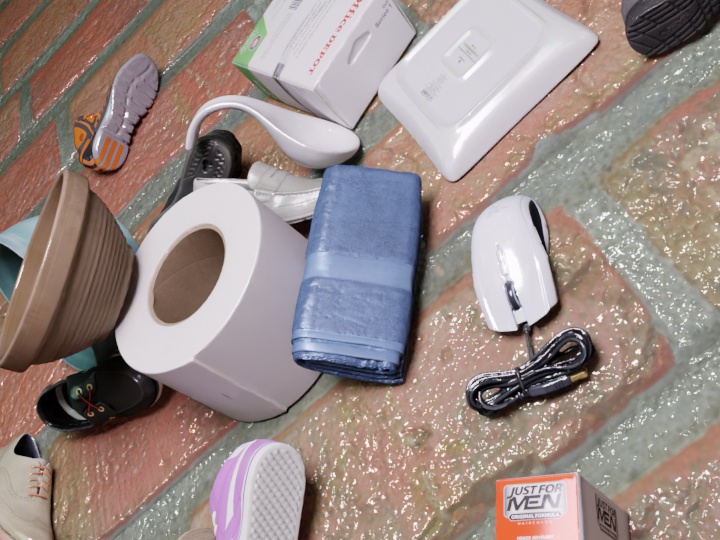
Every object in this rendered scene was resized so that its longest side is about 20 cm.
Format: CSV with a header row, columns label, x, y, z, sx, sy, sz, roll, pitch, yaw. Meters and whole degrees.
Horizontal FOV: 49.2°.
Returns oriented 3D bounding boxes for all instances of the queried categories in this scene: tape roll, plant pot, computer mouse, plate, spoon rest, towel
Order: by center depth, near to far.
label,x,y,z,sx,sy,sz,roll,pitch,yaw
computer mouse,0.127,0.013,0.665,0.108,0.044,0.204,-26,50,27
towel,0.000,0.000,0.747,0.108,0.049,0.205,9,67,0
plant pot,-0.289,0.009,0.793,0.200,0.091,0.205,-40,41,45
tape roll,-0.132,0.034,0.803,0.199,0.139,0.207,-20,53,29
plate,0.118,-0.219,0.828,0.200,0.032,0.201,-43,45,11
spoon rest,-0.096,-0.157,0.881,0.100,0.194,0.062,-95,11,-60
plant pot,-0.353,0.006,0.990,0.197,0.204,0.134,8,42,42

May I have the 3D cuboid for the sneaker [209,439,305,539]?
label,x,y,z,sx,sy,sz,roll,pitch,yaw
sneaker,-0.105,0.256,0.706,0.113,0.071,0.206,-13,60,58

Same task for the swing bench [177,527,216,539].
label,x,y,z,sx,sy,sz,roll,pitch,yaw
swing bench,-0.140,0.339,0.566,0.200,0.130,0.200,44,97,13

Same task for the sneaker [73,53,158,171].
label,x,y,z,sx,sy,sz,roll,pitch,yaw
sneaker,-0.402,-0.256,1.259,0.110,0.077,0.204,8,69,41

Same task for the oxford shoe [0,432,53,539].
label,x,y,z,sx,sy,sz,roll,pitch,yaw
oxford shoe,-0.401,0.264,0.936,0.074,0.071,0.199,-52,44,-4

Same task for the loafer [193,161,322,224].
label,x,y,z,sx,sy,sz,roll,pitch,yaw
loafer,-0.104,-0.086,0.879,0.195,0.072,0.070,-7,14,19

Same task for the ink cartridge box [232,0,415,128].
label,x,y,z,sx,sy,sz,roll,pitch,yaw
ink cartridge box,-0.048,-0.274,0.964,0.199,0.084,0.148,31,86,46

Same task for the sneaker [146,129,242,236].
label,x,y,z,sx,sy,sz,roll,pitch,yaw
sneaker,-0.204,-0.092,0.997,0.202,0.075,0.115,-61,4,25

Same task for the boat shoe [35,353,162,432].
label,x,y,z,sx,sy,sz,roll,pitch,yaw
boat shoe,-0.304,0.147,0.914,0.198,0.075,0.063,-17,13,37

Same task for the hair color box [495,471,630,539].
label,x,y,z,sx,sy,sz,roll,pitch,yaw
hair color box,0.128,0.240,0.479,0.060,0.101,0.205,-14,55,32

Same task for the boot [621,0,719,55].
label,x,y,z,sx,sy,sz,roll,pitch,yaw
boot,0.311,-0.285,0.683,0.196,0.070,0.134,-18,48,26
